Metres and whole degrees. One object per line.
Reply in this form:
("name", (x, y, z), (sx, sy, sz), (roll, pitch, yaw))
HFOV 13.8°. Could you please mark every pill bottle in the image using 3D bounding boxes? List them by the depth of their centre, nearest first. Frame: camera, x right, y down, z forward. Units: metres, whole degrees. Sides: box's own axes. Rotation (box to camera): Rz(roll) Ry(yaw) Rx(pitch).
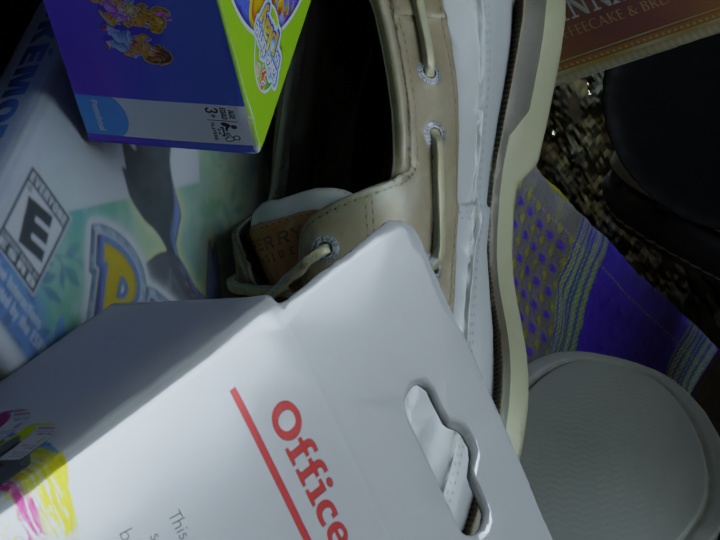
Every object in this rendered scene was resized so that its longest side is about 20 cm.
("pill bottle", (0.144, -0.095, 0.986), (0.112, 0.112, 0.200), (62, 29, -19))

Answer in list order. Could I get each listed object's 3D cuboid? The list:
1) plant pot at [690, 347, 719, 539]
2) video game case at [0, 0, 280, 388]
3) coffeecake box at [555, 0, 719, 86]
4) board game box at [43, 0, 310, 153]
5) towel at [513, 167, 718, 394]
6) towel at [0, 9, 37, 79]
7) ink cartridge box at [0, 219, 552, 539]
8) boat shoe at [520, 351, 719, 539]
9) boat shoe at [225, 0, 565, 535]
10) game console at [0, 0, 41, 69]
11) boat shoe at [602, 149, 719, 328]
("plant pot", (0.206, 0.071, 0.853), (0.173, 0.200, 0.200), (39, 45, -11))
("video game case", (-0.032, 0.008, 0.781), (0.200, 0.022, 0.183), (58, 38, -35))
("coffeecake box", (0.076, -0.131, 0.887), (0.073, 0.153, 0.200), (60, 38, -19))
("board game box", (-0.044, -0.143, 0.669), (0.200, 0.045, 0.135), (76, 24, -50))
("towel", (0.069, 0.053, 0.903), (0.200, 0.023, 0.144), (44, 46, -47))
("towel", (-0.104, -0.065, 0.734), (0.086, 0.018, 0.200), (7, 72, -57))
("ink cartridge box", (-0.053, 0.084, 0.655), (0.200, 0.068, 0.115), (-36, 111, -34))
("boat shoe", (0.059, 0.098, 0.782), (0.200, 0.074, 0.060), (-86, -176, -54))
("boat shoe", (0.000, 0.000, 0.757), (0.068, 0.075, 0.200), (21, 65, -35))
("game console", (-0.106, -0.098, 0.630), (0.118, 0.171, 0.200), (33, 46, -11))
("boat shoe", (0.155, 0.021, 1.014), (0.200, 0.063, 0.073), (27, 18, -26))
